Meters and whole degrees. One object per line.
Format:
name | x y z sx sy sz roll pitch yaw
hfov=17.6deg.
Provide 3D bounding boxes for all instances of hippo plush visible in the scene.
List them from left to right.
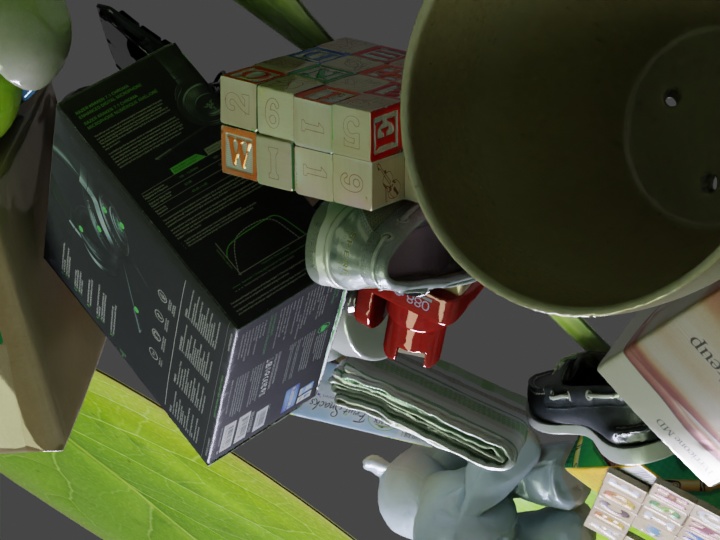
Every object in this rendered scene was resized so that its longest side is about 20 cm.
hippo plush | 0.090 0.204 1.905 0.159 0.200 0.161 46 171 -22

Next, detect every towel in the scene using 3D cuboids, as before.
towel | 0.056 0.098 1.748 0.148 0.031 0.200 26 -171 4

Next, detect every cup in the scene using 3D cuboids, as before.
cup | 0.138 -0.075 1.086 0.199 0.202 0.143 18 -174 33

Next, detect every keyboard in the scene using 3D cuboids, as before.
keyboard | -0.122 -0.136 1.539 0.104 0.040 0.200 41 176 0

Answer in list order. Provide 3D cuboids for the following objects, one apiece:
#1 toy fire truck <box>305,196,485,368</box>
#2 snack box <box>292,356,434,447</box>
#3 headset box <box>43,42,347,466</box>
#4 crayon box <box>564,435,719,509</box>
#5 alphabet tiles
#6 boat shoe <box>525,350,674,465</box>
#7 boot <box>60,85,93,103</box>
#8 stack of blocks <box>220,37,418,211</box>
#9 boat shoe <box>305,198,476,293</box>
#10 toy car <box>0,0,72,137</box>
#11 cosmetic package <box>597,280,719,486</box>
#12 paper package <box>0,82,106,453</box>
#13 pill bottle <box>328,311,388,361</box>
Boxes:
toy fire truck | 0.000 0.000 1.529 0.175 0.129 0.201 24 133 17
snack box | -0.047 0.082 1.846 0.199 0.053 0.142 17 -177 -38
headset box | -0.109 -0.013 1.432 0.200 0.092 0.175 49 152 20
crayon box | 0.264 0.175 1.730 0.199 0.059 0.119 35 162 -15
alphabet tiles | 0.250 0.203 1.720 0.166 0.008 0.200 28 163 9
boat shoe | 0.170 0.085 1.640 0.200 0.075 0.061 14 120 65
boot | -0.123 -0.046 1.622 0.162 0.073 0.200 -11 99 48
stack of blocks | 0.030 -0.077 1.315 0.199 0.115 0.059 16 115 36
boat shoe | 0.055 -0.023 1.357 0.064 0.075 0.201 20 -160 39
toy car | -0.271 -0.175 1.487 0.201 0.174 0.150 63 -159 -3
cosmetic package | 0.228 0.029 1.247 0.103 0.087 0.200 44 148 -2
paper package | -0.248 -0.003 1.562 0.102 0.191 0.202 -7 119 9
pill bottle | -0.055 0.006 1.697 0.199 0.111 0.111 14 157 42
